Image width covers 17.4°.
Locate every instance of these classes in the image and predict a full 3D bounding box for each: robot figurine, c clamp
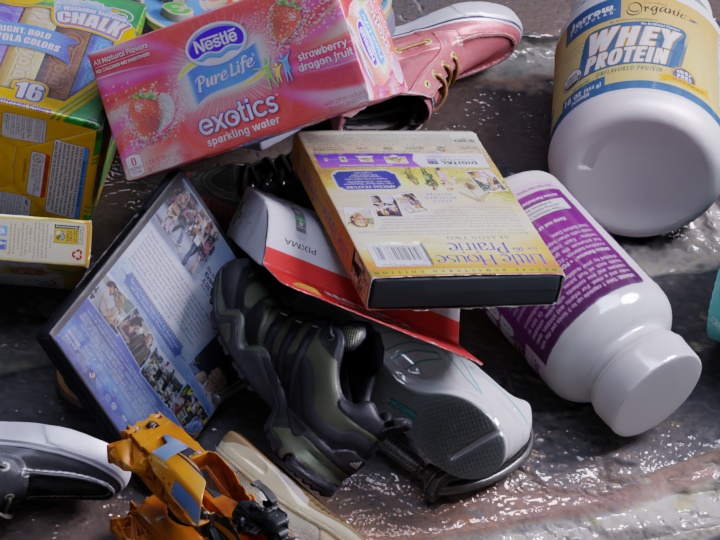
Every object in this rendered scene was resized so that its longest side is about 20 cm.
[{"bbox_3d":[-0.088,0.188,1.515,0.058,0.145,0.200,-25,46,-28],"label":"robot figurine"},{"bbox_3d":[0.019,0.106,1.706,0.200,0.027,0.171,31,42,18],"label":"c clamp"}]

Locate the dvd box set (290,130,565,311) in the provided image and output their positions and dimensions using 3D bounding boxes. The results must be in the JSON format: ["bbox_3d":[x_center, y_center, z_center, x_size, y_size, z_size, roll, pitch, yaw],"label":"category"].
[{"bbox_3d":[0.045,-0.039,1.688,0.146,0.029,0.200,-2,34,-19],"label":"dvd box set"}]

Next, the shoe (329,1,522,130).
[{"bbox_3d":[0.054,-0.160,1.953,0.200,0.072,0.091,-12,51,-18],"label":"shoe"}]

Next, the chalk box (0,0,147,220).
[{"bbox_3d":[-0.240,-0.142,1.813,0.124,0.125,0.200,14,45,0],"label":"chalk box"}]

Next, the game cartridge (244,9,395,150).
[{"bbox_3d":[-0.064,-0.165,1.873,0.133,0.042,0.200,9,38,34],"label":"game cartridge"}]

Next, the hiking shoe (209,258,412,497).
[{"bbox_3d":[-0.032,0.060,1.636,0.101,0.076,0.200,-34,57,8],"label":"hiking shoe"}]

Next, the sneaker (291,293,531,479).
[{"bbox_3d":[0.034,0.079,1.679,0.200,0.070,0.080,34,26,20],"label":"sneaker"}]

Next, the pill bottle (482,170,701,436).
[{"bbox_3d":[0.161,0.027,1.757,0.112,0.112,0.200,-19,52,-30],"label":"pill bottle"}]

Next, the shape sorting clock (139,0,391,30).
[{"bbox_3d":[-0.075,-0.214,1.858,0.200,0.039,0.200,2,29,-1],"label":"shape sorting clock"}]

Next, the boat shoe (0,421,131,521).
[{"bbox_3d":[-0.256,0.137,1.571,0.200,0.070,0.066,12,61,-7],"label":"boat shoe"}]

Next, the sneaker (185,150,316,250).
[{"bbox_3d":[-0.048,-0.064,1.805,0.200,0.098,0.071,4,46,-9],"label":"sneaker"}]

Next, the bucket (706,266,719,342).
[{"bbox_3d":[0.357,-0.006,1.786,0.135,0.207,0.207,20,43,17],"label":"bucket"}]

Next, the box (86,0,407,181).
[{"bbox_3d":[-0.081,-0.144,1.702,0.200,0.103,0.095,-16,3,19],"label":"box"}]

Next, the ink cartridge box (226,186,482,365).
[{"bbox_3d":[0.000,0.000,1.689,0.161,0.050,0.200,22,3,-17],"label":"ink cartridge box"}]

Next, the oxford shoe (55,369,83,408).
[{"bbox_3d":[-0.165,0.020,1.709,0.071,0.071,0.200,22,46,6],"label":"oxford shoe"}]

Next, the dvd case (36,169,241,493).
[{"bbox_3d":[-0.139,0.040,1.664,0.018,0.143,0.200,-15,28,38],"label":"dvd case"}]

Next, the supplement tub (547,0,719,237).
[{"bbox_3d":[0.228,-0.142,1.922,0.144,0.145,0.200,11,44,-4],"label":"supplement tub"}]

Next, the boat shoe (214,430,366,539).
[{"bbox_3d":[-0.033,0.192,1.579,0.200,0.072,0.065,39,85,17],"label":"boat shoe"}]

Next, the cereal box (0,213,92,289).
[{"bbox_3d":[-0.296,-0.018,1.666,0.200,0.144,0.040,5,83,-11],"label":"cereal box"}]
